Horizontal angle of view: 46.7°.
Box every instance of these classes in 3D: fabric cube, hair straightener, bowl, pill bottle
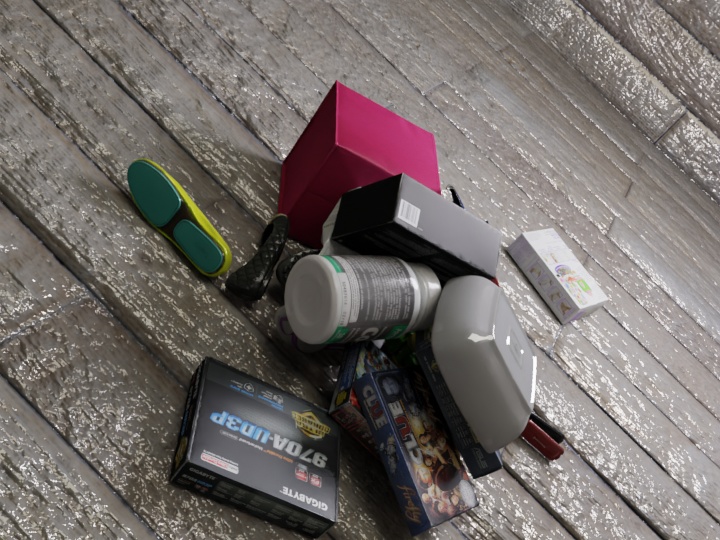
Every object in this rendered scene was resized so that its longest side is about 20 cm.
[{"bbox_3d":[-0.006,-0.147,1.374,0.198,0.200,0.197,24,38,-21],"label":"fabric cube"},{"bbox_3d":[0.253,0.226,1.371,0.199,0.041,0.077,35,33,-2],"label":"hair straightener"},{"bbox_3d":[0.176,0.113,1.118,0.201,0.074,0.200,60,26,-19],"label":"bowl"},{"bbox_3d":[0.008,0.037,1.109,0.198,0.113,0.114,0,51,-40],"label":"pill bottle"}]

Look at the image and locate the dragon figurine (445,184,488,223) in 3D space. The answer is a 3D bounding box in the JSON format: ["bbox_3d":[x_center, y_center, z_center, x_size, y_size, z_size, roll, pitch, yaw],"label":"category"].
[{"bbox_3d":[0.170,-0.062,1.354,0.059,0.201,0.099,-35,63,-24],"label":"dragon figurine"}]

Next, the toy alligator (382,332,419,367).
[{"bbox_3d":[0.083,0.129,1.276,0.054,0.059,0.201,-14,64,-51],"label":"toy alligator"}]

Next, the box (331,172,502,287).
[{"bbox_3d":[0.081,-0.049,1.181,0.199,0.140,0.080,26,65,-32],"label":"box"}]

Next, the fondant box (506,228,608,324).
[{"bbox_3d":[0.415,0.008,1.757,0.143,0.058,0.201,-9,57,-50],"label":"fondant box"}]

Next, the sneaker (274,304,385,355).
[{"bbox_3d":[-0.050,0.067,1.194,0.199,0.075,0.101,18,50,-47],"label":"sneaker"}]

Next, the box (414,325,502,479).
[{"bbox_3d":[0.138,0.170,1.184,0.158,0.051,0.202,-66,132,-76],"label":"box"}]

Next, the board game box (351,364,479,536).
[{"bbox_3d":[0.073,0.225,1.076,0.135,0.034,0.202,2,62,-57],"label":"board game box"}]

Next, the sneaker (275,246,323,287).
[{"bbox_3d":[-0.060,-0.002,1.269,0.199,0.090,0.067,-13,95,-43],"label":"sneaker"}]

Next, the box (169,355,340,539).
[{"bbox_3d":[-0.118,0.209,0.993,0.199,0.046,0.160,29,35,-21],"label":"box"}]

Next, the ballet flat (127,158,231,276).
[{"bbox_3d":[-0.251,-0.072,1.172,0.200,0.067,0.067,49,13,5],"label":"ballet flat"}]

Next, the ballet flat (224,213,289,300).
[{"bbox_3d":[-0.144,-0.030,1.220,0.056,0.067,0.201,23,34,-6],"label":"ballet flat"}]

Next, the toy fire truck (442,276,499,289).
[{"bbox_3d":[0.174,0.077,1.301,0.168,0.111,0.202,-88,161,-66],"label":"toy fire truck"}]

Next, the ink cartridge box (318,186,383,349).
[{"bbox_3d":[0.000,0.000,1.224,0.163,0.057,0.201,46,55,-20],"label":"ink cartridge box"}]

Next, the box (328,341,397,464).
[{"bbox_3d":[0.045,0.200,1.135,0.200,0.040,0.138,46,31,-22],"label":"box"}]
